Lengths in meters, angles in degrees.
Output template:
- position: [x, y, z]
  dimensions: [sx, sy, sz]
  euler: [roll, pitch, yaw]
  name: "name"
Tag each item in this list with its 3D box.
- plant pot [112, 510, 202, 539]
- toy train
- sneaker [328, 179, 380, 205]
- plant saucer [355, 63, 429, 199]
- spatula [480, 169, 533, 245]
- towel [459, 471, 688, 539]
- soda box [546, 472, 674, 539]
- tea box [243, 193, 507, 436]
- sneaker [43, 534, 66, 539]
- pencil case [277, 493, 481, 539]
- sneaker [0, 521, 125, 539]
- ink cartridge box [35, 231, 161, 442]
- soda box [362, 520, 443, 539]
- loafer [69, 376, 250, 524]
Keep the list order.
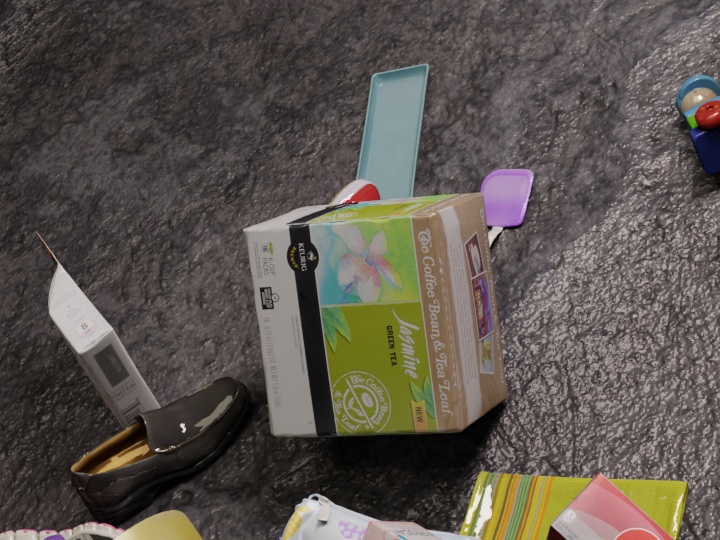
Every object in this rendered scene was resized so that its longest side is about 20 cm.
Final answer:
- position: [-0.182, 0.333, 1.665]
  dimensions: [0.200, 0.200, 0.142]
  euler: [-43, 72, -12]
  name: "plant pot"
- position: [0.411, -0.177, 1.855]
  dimensions: [0.199, 0.085, 0.116]
  euler: [-25, 32, 6]
  name: "toy train"
- position: [0.000, 0.000, 1.917]
  dimensions: [0.112, 0.071, 0.200]
  euler: [10, 65, 38]
  name: "sneaker"
- position: [0.036, -0.144, 2.059]
  dimensions: [0.070, 0.019, 0.200]
  euler: [-9, 48, 21]
  name: "plant saucer"
- position: [0.125, -0.019, 1.903]
  dimensions: [0.056, 0.021, 0.200]
  euler: [4, 55, 28]
  name: "spatula"
- position: [0.187, 0.218, 1.670]
  dimensions: [0.199, 0.018, 0.086]
  euler: [-1, 53, 26]
  name: "towel"
- position: [0.243, 0.258, 1.513]
  dimensions: [0.200, 0.070, 0.063]
  euler: [42, 74, 15]
  name: "soda box"
- position: [0.017, 0.041, 1.751]
  dimensions: [0.196, 0.201, 0.134]
  euler: [-5, 8, 24]
  name: "tea box"
- position: [-0.302, 0.312, 1.748]
  dimensions: [0.083, 0.200, 0.081]
  euler: [44, 33, 9]
  name: "sneaker"
- position: [0.024, 0.261, 1.670]
  dimensions: [0.199, 0.083, 0.091]
  euler: [11, 91, 33]
  name: "pencil case"
- position: [-0.282, 0.297, 1.810]
  dimensions: [0.199, 0.074, 0.088]
  euler: [-7, 49, 29]
  name: "sneaker"
- position: [-0.281, 0.072, 1.939]
  dimensions: [0.057, 0.163, 0.200]
  euler: [-37, 45, -13]
  name: "ink cartridge box"
- position: [0.015, 0.314, 1.580]
  dimensions: [0.068, 0.063, 0.201]
  euler: [26, 100, 40]
  name: "soda box"
- position: [-0.198, 0.169, 1.874]
  dimensions: [0.200, 0.072, 0.073]
  euler: [-40, 44, -9]
  name: "loafer"
